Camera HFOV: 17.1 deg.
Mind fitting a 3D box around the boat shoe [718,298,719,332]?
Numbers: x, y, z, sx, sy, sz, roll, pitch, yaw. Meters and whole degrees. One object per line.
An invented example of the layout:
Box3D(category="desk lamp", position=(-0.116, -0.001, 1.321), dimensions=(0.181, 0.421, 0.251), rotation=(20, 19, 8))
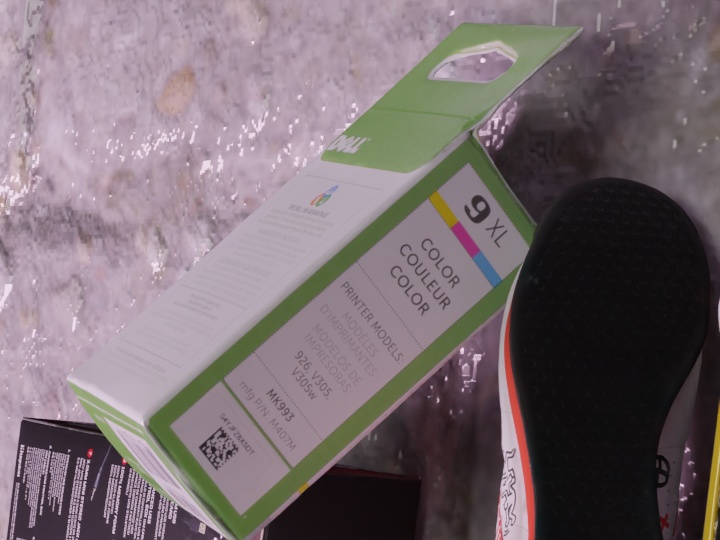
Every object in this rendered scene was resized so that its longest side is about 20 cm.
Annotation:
Box3D(category="boat shoe", position=(0.163, 0.061, 0.589), dimensions=(0.064, 0.070, 0.201), rotation=(-54, 54, 33))

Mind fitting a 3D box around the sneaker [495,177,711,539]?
Box3D(category="sneaker", position=(0.068, 0.076, 0.775), dimensions=(0.108, 0.067, 0.203), rotation=(106, 171, -55))

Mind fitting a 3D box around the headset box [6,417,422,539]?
Box3D(category="headset box", position=(-0.060, 0.141, 0.921), dimensions=(0.199, 0.077, 0.150), rotation=(3, 86, 51))

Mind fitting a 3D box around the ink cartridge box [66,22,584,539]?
Box3D(category="ink cartridge box", position=(0.000, 0.000, 0.830), dimensions=(0.200, 0.059, 0.104), rotation=(-42, 18, -12))

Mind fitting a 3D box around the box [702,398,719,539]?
Box3D(category="box", position=(0.185, 0.039, 0.654), dimensions=(0.199, 0.049, 0.161), rotation=(7, 87, 52))
